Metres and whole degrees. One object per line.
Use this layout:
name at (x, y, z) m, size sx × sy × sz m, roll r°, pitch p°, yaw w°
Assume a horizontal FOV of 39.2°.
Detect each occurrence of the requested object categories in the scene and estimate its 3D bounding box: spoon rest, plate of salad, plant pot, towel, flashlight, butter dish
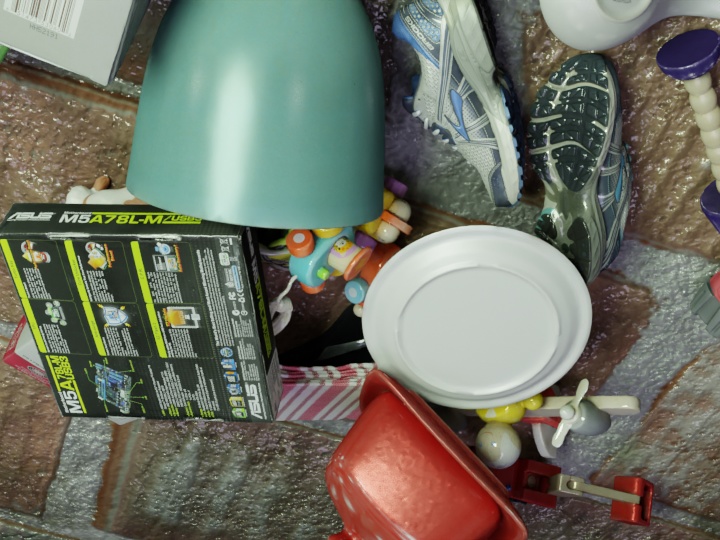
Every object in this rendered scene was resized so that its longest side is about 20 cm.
spoon rest at (0.219, -0.205, 0.745) m, size 0.198 × 0.061 × 0.100 m, roll 4°, pitch 107°, yaw -18°
plate of salad at (0.101, 0.040, 0.884) m, size 0.198 × 0.048 × 0.201 m, roll 2°, pitch 126°, yaw 2°
plant pot at (-0.072, -0.135, 0.762) m, size 0.198 × 0.201 × 0.163 m, roll 6°, pitch 106°, yaw -1°
towel at (-0.068, 0.122, 1.022) m, size 0.198 × 0.030 × 0.146 m, roll 2°, pitch 157°, yaw -19°
flashlight at (0.385, -0.021, 0.915) m, size 0.068 × 0.068 × 0.201 m, roll 25°, pitch 123°, yaw -11°
butter dish at (0.032, 0.215, 0.929) m, size 0.200 × 0.148 × 0.200 m, roll 46°, pitch 165°, yaw 11°

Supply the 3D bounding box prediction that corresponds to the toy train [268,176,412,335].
toy train at (0.000, 0.000, 0.886) m, size 0.055 × 0.199 × 0.151 m, roll 29°, pitch 116°, yaw 24°

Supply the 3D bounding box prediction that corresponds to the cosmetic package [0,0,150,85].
cosmetic package at (-0.184, -0.226, 0.684) m, size 0.106 × 0.201 × 0.091 m, roll 21°, pitch 128°, yaw -11°

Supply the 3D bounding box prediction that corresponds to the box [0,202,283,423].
box at (-0.169, 0.039, 0.810) m, size 0.191 × 0.048 × 0.201 m, roll 2°, pitch 129°, yaw 10°

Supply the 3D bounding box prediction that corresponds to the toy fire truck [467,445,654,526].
toy fire truck at (0.209, 0.233, 1.098) m, size 0.199 × 0.049 × 0.140 m, roll 22°, pitch 162°, yaw -38°

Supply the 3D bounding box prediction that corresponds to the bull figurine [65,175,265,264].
bull figurine at (-0.175, -0.044, 0.928) m, size 0.198 × 0.065 × 0.122 m, roll -14°, pitch 132°, yaw 18°

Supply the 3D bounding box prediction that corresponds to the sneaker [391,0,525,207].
sneaker at (0.082, -0.139, 0.831) m, size 0.084 × 0.077 × 0.201 m, roll -12°, pitch 119°, yaw 19°

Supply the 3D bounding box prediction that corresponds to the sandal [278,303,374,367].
sandal at (-0.017, 0.090, 1.046) m, size 0.200 × 0.043 × 0.076 m, roll -35°, pitch 121°, yaw 29°

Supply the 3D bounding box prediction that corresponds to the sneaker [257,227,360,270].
sneaker at (-0.062, -0.030, 0.878) m, size 0.199 × 0.076 × 0.076 m, roll 5°, pitch 104°, yaw -44°

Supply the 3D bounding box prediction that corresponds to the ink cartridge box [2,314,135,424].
ink cartridge box at (-0.237, 0.069, 0.971) m, size 0.147 × 0.086 × 0.199 m, roll 35°, pitch 150°, yaw -22°

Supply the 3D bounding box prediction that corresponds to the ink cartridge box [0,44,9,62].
ink cartridge box at (-0.333, -0.238, 0.717) m, size 0.083 × 0.146 × 0.200 m, roll -23°, pitch 126°, yaw 22°

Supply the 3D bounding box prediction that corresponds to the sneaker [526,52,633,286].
sneaker at (0.195, -0.089, 0.869) m, size 0.077 × 0.086 × 0.202 m, roll 22°, pitch 122°, yaw 40°

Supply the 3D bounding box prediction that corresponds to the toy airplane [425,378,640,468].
toy airplane at (0.152, 0.138, 1.010) m, size 0.198 × 0.142 × 0.200 m, roll 22°, pitch 147°, yaw -1°

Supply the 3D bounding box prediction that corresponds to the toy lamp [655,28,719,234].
toy lamp at (0.299, -0.104, 0.851) m, size 0.058 × 0.058 × 0.201 m, roll -20°, pitch 125°, yaw 20°
